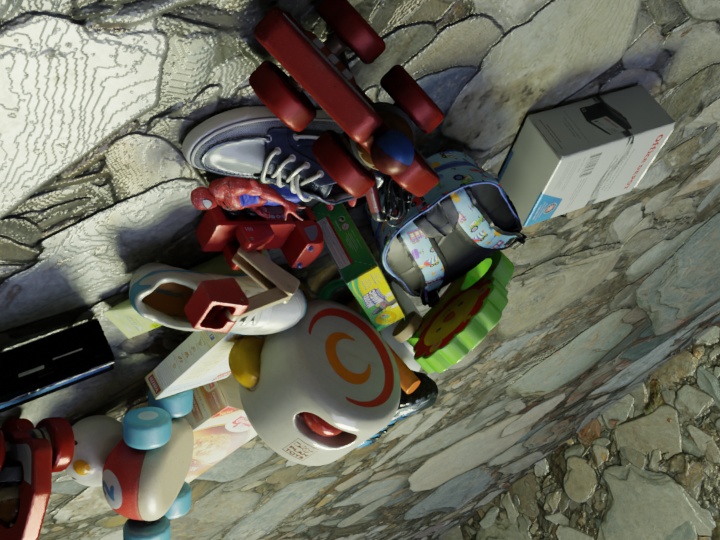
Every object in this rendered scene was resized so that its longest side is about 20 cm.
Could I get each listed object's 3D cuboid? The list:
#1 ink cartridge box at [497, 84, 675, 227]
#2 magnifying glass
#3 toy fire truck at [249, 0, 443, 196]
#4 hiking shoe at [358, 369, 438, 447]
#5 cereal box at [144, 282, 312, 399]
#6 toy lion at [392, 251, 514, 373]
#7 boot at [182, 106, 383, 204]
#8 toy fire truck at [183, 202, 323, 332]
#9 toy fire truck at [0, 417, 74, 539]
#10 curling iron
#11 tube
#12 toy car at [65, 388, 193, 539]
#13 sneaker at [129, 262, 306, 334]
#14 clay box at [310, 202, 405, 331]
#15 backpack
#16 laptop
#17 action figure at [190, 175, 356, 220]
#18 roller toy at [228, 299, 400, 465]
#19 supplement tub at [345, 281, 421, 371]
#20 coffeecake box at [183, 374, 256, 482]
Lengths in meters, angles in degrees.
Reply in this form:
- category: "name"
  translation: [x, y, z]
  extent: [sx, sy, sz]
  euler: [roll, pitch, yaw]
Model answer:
- category: "ink cartridge box"
  translation: [0.304, -0.157, 1.147]
  extent: [0.199, 0.084, 0.145]
  euler: [-18, 151, -23]
- category: "magnifying glass"
  translation: [0.010, 0.089, 1.144]
  extent: [0.080, 0.200, 0.022]
  euler: [-51, 151, 15]
- category: "toy fire truck"
  translation: [-0.008, -0.137, 0.708]
  extent: [0.112, 0.200, 0.168]
  euler: [-41, -165, 12]
- category: "hiking shoe"
  translation: [0.018, 0.200, 1.183]
  extent: [0.199, 0.075, 0.087]
  euler: [-18, 132, 10]
- category: "cereal box"
  translation: [-0.171, 0.091, 1.096]
  extent: [0.200, 0.040, 0.144]
  euler: [-39, 165, 28]
- category: "toy lion"
  translation: [0.135, 0.050, 1.100]
  extent: [0.200, 0.069, 0.192]
  euler: [-50, -170, -18]
- category: "boot"
  translation: [-0.071, -0.110, 0.839]
  extent: [0.199, 0.091, 0.073]
  euler: [-13, 149, -32]
- category: "toy fire truck"
  translation: [-0.111, -0.008, 0.917]
  extent: [0.199, 0.141, 0.049]
  euler: [-3, 143, -42]
- category: "toy fire truck"
  translation: [-0.427, 0.264, 1.001]
  extent: [0.199, 0.169, 0.112]
  euler: [-9, 171, 39]
- category: "curling iron"
  translation: [0.004, -0.136, 0.826]
  extent: [0.049, 0.025, 0.201]
  euler: [-36, 116, -28]
- category: "tube"
  translation: [-0.198, 0.025, 0.994]
  extent: [0.199, 0.052, 0.058]
  euler: [-24, 110, -4]
- category: "toy car"
  translation: [-0.336, 0.253, 1.123]
  extent: [0.198, 0.186, 0.177]
  euler: [5, -165, 5]
- category: "sneaker"
  translation: [-0.157, 0.040, 0.936]
  extent: [0.199, 0.081, 0.077]
  euler: [5, 103, -15]
- category: "clay box"
  translation: [0.000, 0.000, 1.075]
  extent: [0.047, 0.115, 0.200]
  euler: [-29, 153, 0]
- category: "backpack"
  translation: [0.090, -0.067, 1.027]
  extent: [0.182, 0.135, 0.200]
  euler: [-34, 154, 8]
- category: "laptop"
  translation: [-0.364, 0.137, 0.950]
  extent: [0.176, 0.200, 0.104]
  euler: [-21, 114, -19]
- category: "action figure"
  translation: [-0.094, -0.079, 0.904]
  extent: [0.199, 0.052, 0.065]
  euler: [-2, -178, -41]
- category: "roller toy"
  translation: [-0.056, 0.144, 1.058]
  extent: [0.140, 0.183, 0.199]
  euler: [-40, 164, 33]
- category: "supplement tub"
  translation: [0.001, 0.123, 1.254]
  extent: [0.199, 0.145, 0.145]
  euler: [-35, 153, 9]
- category: "coffeecake box"
  translation: [-0.251, 0.244, 1.287]
  extent: [0.200, 0.073, 0.153]
  euler: [-36, 152, 10]
